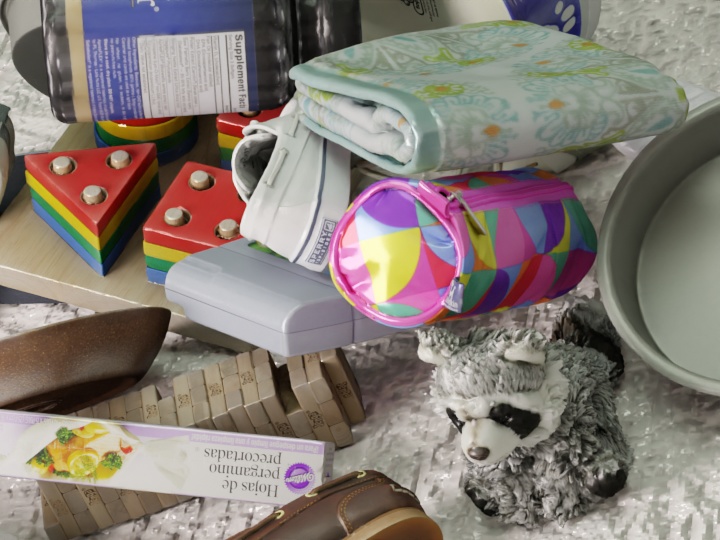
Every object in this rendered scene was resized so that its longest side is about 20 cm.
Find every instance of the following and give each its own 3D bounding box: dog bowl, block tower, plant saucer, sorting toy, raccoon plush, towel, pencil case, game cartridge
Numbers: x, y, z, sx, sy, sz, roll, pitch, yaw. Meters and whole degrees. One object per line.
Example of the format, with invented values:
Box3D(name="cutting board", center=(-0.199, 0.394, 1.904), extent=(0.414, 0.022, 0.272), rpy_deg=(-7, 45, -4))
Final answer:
Box3D(name="dog bowl", center=(0.059, -0.202, 1.802), extent=(0.079, 0.200, 0.200), rpy_deg=(-43, 38, -24))
Box3D(name="block tower", center=(-0.100, 0.097, 1.606), extent=(0.200, 0.058, 0.054), rpy_deg=(-21, 33, 4))
Box3D(name="plant saucer", center=(-0.205, 0.070, 1.645), extent=(0.200, 0.037, 0.200), rpy_deg=(-18, -8, -3))
Box3D(name="sorting toy", center=(-0.121, -0.059, 1.770), extent=(0.199, 0.070, 0.200), rpy_deg=(15, 46, 17))
Box3D(name="raccoon plush", center=(0.084, 0.045, 1.497), extent=(0.097, 0.134, 0.200), rpy_deg=(-16, 34, 12))
Box3D(name="towel", center=(0.068, -0.103, 1.572), extent=(0.171, 0.048, 0.200), rpy_deg=(-12, 19, -20))
Box3D(name="pencil case", center=(0.061, -0.015, 1.511), extent=(0.088, 0.088, 0.200), rpy_deg=(-4, 2, 26))
Box3D(name="game cartridge", center=(0.000, 0.000, 1.639), extent=(0.200, 0.040, 0.133), rpy_deg=(-19, 29, -39))

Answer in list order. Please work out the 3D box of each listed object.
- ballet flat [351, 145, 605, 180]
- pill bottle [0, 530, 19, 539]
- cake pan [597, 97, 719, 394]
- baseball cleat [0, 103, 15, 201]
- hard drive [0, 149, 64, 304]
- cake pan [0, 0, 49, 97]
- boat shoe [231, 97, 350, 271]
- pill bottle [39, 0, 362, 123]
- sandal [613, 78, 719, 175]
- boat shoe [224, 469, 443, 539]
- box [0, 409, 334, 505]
Box3D(name="ballet flat", center=(0.075, -0.077, 1.739), extent=(0.200, 0.064, 0.067), rpy_deg=(2, -6, 0))
Box3D(name="pill bottle", center=(-0.285, 0.180, 1.547), extent=(0.200, 0.111, 0.111), rpy_deg=(3, 41, 33))
Box3D(name="cake pan", center=(0.233, -0.012, 1.511), extent=(0.200, 0.037, 0.200), rpy_deg=(-11, 57, 17))
Box3D(name="baseball cleat", center=(-0.277, -0.025, 1.809), extent=(0.200, 0.070, 0.106), rpy_deg=(-51, 11, 31))
Box3D(name="hard drive", center=(-0.209, -0.033, 1.863), extent=(0.200, 0.042, 0.135), rpy_deg=(0, 39, 30))
Box3D(name="cake pan", center=(-0.154, -0.151, 1.880), extent=(0.200, 0.200, 0.037), rpy_deg=(-3, 67, 27))
Box3D(name="boat shoe", center=(-0.045, -0.066, 1.643), extent=(0.065, 0.074, 0.200), rpy_deg=(18, 18, -10))
Box3D(name="pill bottle", center=(-0.101, -0.155, 1.740), extent=(0.200, 0.112, 0.112), rpy_deg=(-4, 34, -3))
Box3D(name="sandal", center=(0.237, -0.053, 1.605), extent=(0.207, 0.059, 0.079), rpy_deg=(33, 76, 35))
Box3D(name="boat shoe", center=(-0.054, 0.172, 1.461), extent=(0.200, 0.070, 0.070), rpy_deg=(-25, 39, -19))
Box3D(name="box", center=(-0.116, 0.107, 1.548), extent=(0.200, 0.039, 0.041), rpy_deg=(5, -3, 6))
